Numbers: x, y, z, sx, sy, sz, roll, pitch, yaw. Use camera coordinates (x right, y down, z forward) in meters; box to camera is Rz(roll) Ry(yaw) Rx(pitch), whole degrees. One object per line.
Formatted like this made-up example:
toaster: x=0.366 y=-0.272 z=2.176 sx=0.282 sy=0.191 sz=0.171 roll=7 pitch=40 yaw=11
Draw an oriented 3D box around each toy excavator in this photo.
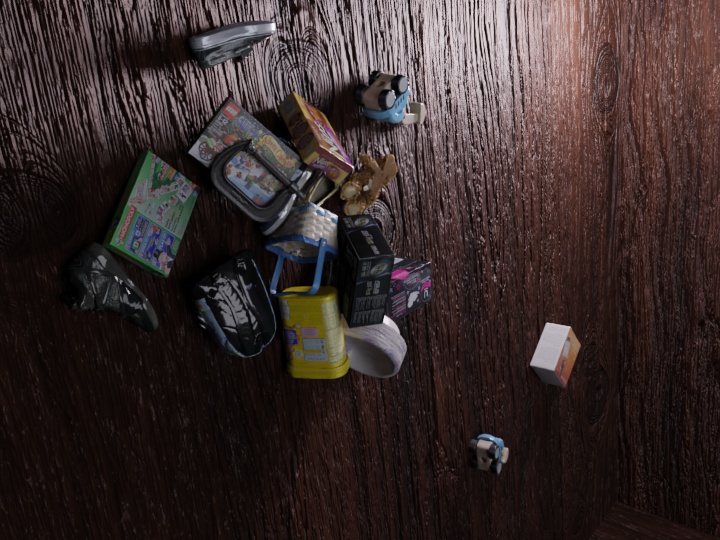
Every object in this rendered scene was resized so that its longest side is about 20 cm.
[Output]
toy excavator: x=0.091 y=-0.430 z=1.680 sx=0.195 sy=0.099 sz=0.201 roll=-52 pitch=144 yaw=-27
toy excavator: x=0.477 y=0.646 z=2.285 sx=0.200 sy=0.099 sz=0.196 roll=-38 pitch=125 yaw=-48

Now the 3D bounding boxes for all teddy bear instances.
teddy bear: x=0.012 y=-0.224 z=1.636 sx=0.201 sy=0.066 sz=0.145 roll=-58 pitch=137 yaw=-19

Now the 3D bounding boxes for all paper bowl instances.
paper bowl: x=0.020 y=0.175 z=1.610 sx=0.201 sy=0.199 sz=0.105 roll=54 pitch=47 yaw=-38

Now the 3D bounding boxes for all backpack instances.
backpack: x=-0.260 y=0.084 z=1.339 sx=0.163 sy=0.153 sz=0.201 roll=-42 pitch=104 yaw=-38

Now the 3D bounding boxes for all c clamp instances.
c clamp: x=-0.196 y=-0.191 z=1.302 sx=0.200 sy=0.027 sz=0.171 roll=36 pitch=96 yaw=-29

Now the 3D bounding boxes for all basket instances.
basket: x=-0.131 y=-0.041 z=1.425 sx=0.139 sy=0.176 sz=0.201 roll=27 pitch=71 yaw=-37

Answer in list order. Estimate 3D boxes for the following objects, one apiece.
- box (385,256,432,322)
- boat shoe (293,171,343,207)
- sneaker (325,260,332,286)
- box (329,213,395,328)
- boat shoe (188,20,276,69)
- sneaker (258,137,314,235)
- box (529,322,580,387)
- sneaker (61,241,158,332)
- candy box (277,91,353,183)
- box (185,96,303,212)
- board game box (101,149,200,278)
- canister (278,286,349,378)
box: x=0.083 y=0.050 z=1.710 sx=0.199 sy=0.132 sz=0.116 roll=-24 pitch=116 yaw=-45
boat shoe: x=-0.085 y=-0.205 z=1.529 sx=0.201 sy=0.063 sz=0.074 roll=-44 pitch=127 yaw=-34
sneaker: x=-0.046 y=-0.032 z=1.608 sx=0.081 sy=0.075 sz=0.201 roll=34 pitch=72 yaw=-25
box: x=0.000 y=0.000 z=1.455 sx=0.085 sy=0.164 sz=0.201 roll=-6 pitch=129 yaw=-18
boat shoe: x=-0.256 y=-0.459 z=1.300 sx=0.199 sy=0.072 sz=0.071 roll=-29 pitch=126 yaw=-31
sneaker: x=-0.204 y=-0.192 z=1.395 sx=0.146 sy=0.077 sz=0.203 roll=32 pitch=84 yaw=-34
box: x=0.784 y=0.339 z=2.568 sx=0.152 sy=0.106 sz=0.201 roll=47 pitch=62 yaw=-42
sneaker: x=-0.456 y=0.057 z=1.152 sx=0.114 sy=0.076 sz=0.200 roll=-51 pitch=127 yaw=-28
candy box: x=-0.101 y=-0.294 z=1.409 sx=0.056 sy=0.201 sz=0.116 roll=-42 pitch=140 yaw=19
box: x=-0.233 y=-0.234 z=1.305 sx=0.200 sy=0.038 sz=0.137 roll=37 pitch=90 yaw=-28
board game box: x=-0.388 y=-0.105 z=1.203 sx=0.134 sy=0.029 sz=0.201 roll=39 pitch=56 yaw=-44
canister: x=-0.110 y=0.143 z=1.496 sx=0.087 sy=0.147 sz=0.202 roll=-50 pitch=136 yaw=-65
